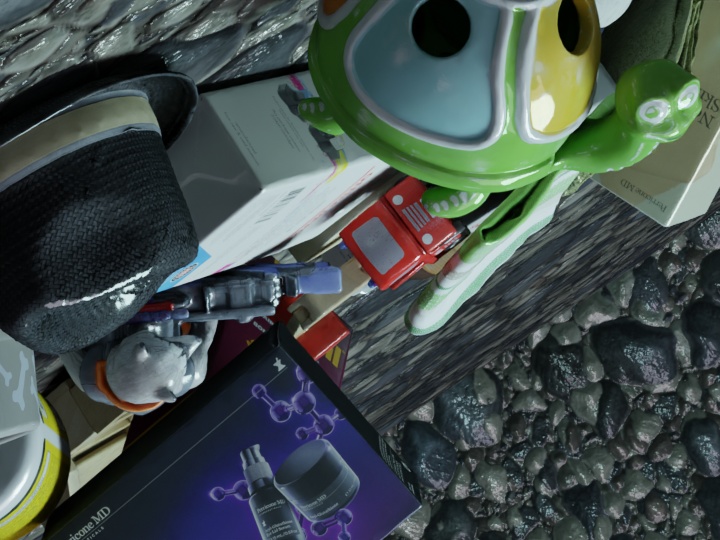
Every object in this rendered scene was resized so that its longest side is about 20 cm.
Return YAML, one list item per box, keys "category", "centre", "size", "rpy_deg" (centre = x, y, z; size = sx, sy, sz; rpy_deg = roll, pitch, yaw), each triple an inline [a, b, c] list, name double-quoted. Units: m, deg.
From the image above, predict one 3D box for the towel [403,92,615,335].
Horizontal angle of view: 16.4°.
- category: "towel"
  centre: [0.103, -0.031, 1.659]
  size: [0.149, 0.031, 0.200]
  rpy_deg: [-46, 177, -21]

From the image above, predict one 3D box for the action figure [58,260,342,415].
- category: "action figure"
  centre: [-0.106, 0.041, 1.528]
  size: [0.200, 0.105, 0.193]
  rpy_deg: [-3, -169, 4]

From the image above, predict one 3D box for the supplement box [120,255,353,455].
- category: "supplement box"
  centre: [-0.082, 0.084, 1.719]
  size: [0.086, 0.110, 0.200]
  rpy_deg: [-39, -160, 28]

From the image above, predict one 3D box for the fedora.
- category: "fedora"
  centre: [-0.145, -0.017, 1.252]
  size: [0.200, 0.092, 0.201]
  rpy_deg: [-34, 171, -6]

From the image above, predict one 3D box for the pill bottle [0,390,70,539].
- category: "pill bottle"
  centre: [-0.241, 0.114, 1.552]
  size: [0.112, 0.113, 0.200]
  rpy_deg: [-34, 171, -5]

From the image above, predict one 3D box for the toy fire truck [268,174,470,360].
- category: "toy fire truck"
  centre: [0.000, 0.000, 1.579]
  size: [0.141, 0.049, 0.200]
  rpy_deg: [-38, 177, 3]

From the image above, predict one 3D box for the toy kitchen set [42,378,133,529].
- category: "toy kitchen set"
  centre: [-0.131, 0.141, 1.876]
  size: [0.163, 0.181, 0.200]
  rpy_deg: [-29, 174, -36]

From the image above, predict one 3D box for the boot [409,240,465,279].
- category: "boot"
  centre: [0.066, -0.054, 2.004]
  size: [0.166, 0.072, 0.200]
  rpy_deg: [-19, -162, 38]

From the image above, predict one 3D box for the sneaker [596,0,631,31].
- category: "sneaker"
  centre: [0.132, -0.181, 1.503]
  size: [0.080, 0.076, 0.200]
  rpy_deg: [-42, 178, 13]

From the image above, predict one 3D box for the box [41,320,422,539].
- category: "box"
  centre: [-0.082, 0.152, 1.579]
  size: [0.200, 0.141, 0.079]
  rpy_deg: [-41, -173, 6]

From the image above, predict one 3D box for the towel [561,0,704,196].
- category: "towel"
  centre: [0.183, -0.148, 1.733]
  size: [0.200, 0.036, 0.149]
  rpy_deg: [132, -23, -56]

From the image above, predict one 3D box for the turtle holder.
- category: "turtle holder"
  centre: [0.064, -0.108, 1.262]
  size: [0.141, 0.186, 0.132]
  rpy_deg: [-26, 155, -31]

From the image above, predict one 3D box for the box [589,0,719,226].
- category: "box"
  centre: [0.245, -0.141, 1.810]
  size: [0.078, 0.095, 0.200]
  rpy_deg: [-19, 138, -59]

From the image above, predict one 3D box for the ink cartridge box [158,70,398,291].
- category: "ink cartridge box"
  centre: [-0.058, -0.057, 1.449]
  size: [0.115, 0.068, 0.200]
  rpy_deg: [-38, 171, 30]

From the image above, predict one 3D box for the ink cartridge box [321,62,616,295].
- category: "ink cartridge box"
  centre: [0.061, -0.081, 1.708]
  size: [0.144, 0.085, 0.200]
  rpy_deg: [-28, 168, -36]

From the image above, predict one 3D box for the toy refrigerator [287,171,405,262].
- category: "toy refrigerator"
  centre: [0.020, -0.092, 1.559]
  size: [0.200, 0.070, 0.076]
  rpy_deg: [-40, 175, 38]

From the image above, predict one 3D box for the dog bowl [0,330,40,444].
- category: "dog bowl"
  centre: [-0.261, 0.084, 1.321]
  size: [0.200, 0.059, 0.200]
  rpy_deg: [-18, 178, -1]
